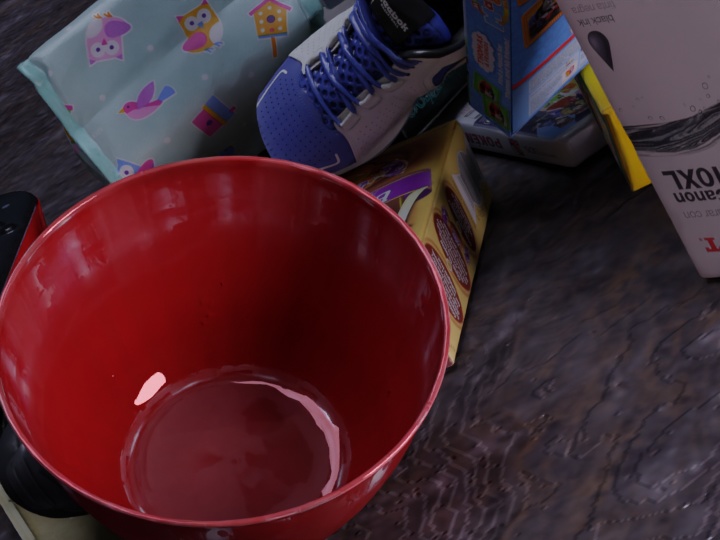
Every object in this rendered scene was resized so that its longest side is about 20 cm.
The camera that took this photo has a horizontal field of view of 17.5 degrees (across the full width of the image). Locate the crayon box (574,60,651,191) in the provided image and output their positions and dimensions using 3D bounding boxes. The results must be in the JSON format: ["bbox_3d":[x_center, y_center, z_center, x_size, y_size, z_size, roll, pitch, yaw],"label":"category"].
[{"bbox_3d":[0.193,-0.145,1.273,0.172,0.058,0.200,-25,31,6],"label":"crayon box"}]

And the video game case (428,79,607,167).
[{"bbox_3d":[0.152,-0.130,1.392,0.200,0.023,0.182,-34,21,-17],"label":"video game case"}]

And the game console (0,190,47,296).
[{"bbox_3d":[-0.280,0.024,1.334,0.199,0.031,0.177,-20,20,13],"label":"game console"}]

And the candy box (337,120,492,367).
[{"bbox_3d":[0.000,0.000,1.239,0.116,0.057,0.200,-21,23,18],"label":"candy box"}]

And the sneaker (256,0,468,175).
[{"bbox_3d":[0.016,-0.126,1.234,0.199,0.081,0.115,-33,-12,20],"label":"sneaker"}]

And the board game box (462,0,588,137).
[{"bbox_3d":[0.111,-0.175,1.147,0.037,0.200,0.151,39,70,22],"label":"board game box"}]

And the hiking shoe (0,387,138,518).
[{"bbox_3d":[-0.149,0.080,1.162,0.100,0.076,0.200,-31,10,19],"label":"hiking shoe"}]

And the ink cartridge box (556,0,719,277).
[{"bbox_3d":[0.184,-0.100,1.032,0.144,0.200,0.084,-4,34,47],"label":"ink cartridge box"}]

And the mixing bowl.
[{"bbox_3d":[-0.059,0.059,1.050,0.199,0.109,0.201,-1,51,1],"label":"mixing bowl"}]

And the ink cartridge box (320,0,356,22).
[{"bbox_3d":[-0.028,-0.222,1.582,0.067,0.201,0.117,-24,21,12],"label":"ink cartridge box"}]

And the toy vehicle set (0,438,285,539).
[{"bbox_3d":[-0.117,0.105,1.183,0.124,0.027,0.200,-33,21,-10],"label":"toy vehicle set"}]

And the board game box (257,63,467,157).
[{"bbox_3d":[-0.010,-0.094,1.465,0.200,0.028,0.135,-21,20,44],"label":"board game box"}]

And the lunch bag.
[{"bbox_3d":[-0.099,-0.115,1.424,0.170,0.122,0.200,-40,-12,-2],"label":"lunch bag"}]
